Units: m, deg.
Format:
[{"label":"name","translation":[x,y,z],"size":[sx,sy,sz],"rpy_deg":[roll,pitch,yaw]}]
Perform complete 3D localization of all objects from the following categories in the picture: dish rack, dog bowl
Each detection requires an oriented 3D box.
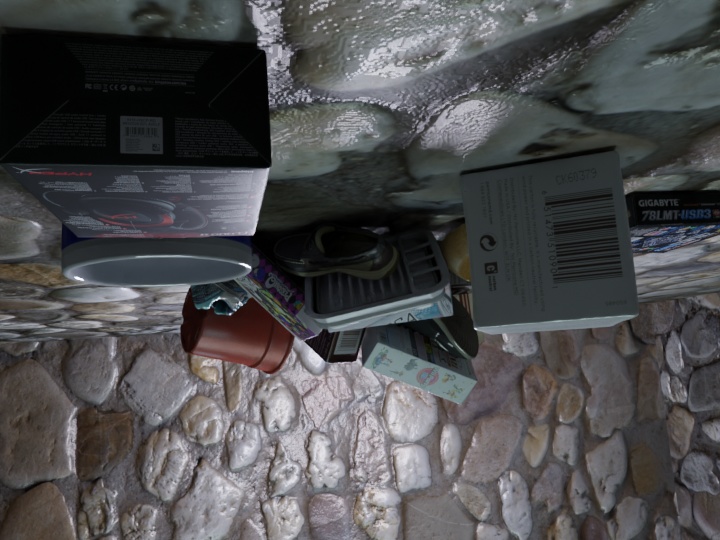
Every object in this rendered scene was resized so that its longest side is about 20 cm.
[{"label":"dish rack","translation":[0.021,0.015,0.815],"size":[0.194,0.044,0.173],"rpy_deg":[-13,-148,2]},{"label":"dog bowl","translation":[-0.218,-0.035,0.639],"size":[0.194,0.081,0.200],"rpy_deg":[-5,172,-1]}]

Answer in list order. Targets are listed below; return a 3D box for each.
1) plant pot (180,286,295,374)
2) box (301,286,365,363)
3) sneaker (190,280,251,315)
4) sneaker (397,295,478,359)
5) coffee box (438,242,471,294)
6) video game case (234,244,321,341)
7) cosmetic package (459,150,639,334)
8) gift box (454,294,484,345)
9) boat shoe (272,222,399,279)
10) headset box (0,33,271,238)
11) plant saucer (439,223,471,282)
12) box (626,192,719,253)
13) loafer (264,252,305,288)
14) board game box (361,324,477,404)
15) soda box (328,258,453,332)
[{"label":"plant pot","translation":[-0.262,0.107,1.225],"size":[0.191,0.207,0.199],"rpy_deg":[12,164,-34]},{"label":"box","translation":[-0.074,0.072,1.051],"size":[0.074,0.103,0.199],"rpy_deg":[5,-161,-39]},{"label":"sneaker","translation":[-0.248,0.043,1.102],"size":[0.076,0.089,0.198],"rpy_deg":[-8,170,30]},{"label":"sneaker","translation":[0.110,0.082,0.992],"size":[0.105,0.200,0.075],"rpy_deg":[-29,-160,45]},{"label":"coffee box","translation":[0.220,-0.005,1.041],"size":[0.194,0.082,0.113],"rpy_deg":[-4,171,-2]},{"label":"video game case","translation":[-0.136,0.034,0.902],"size":[0.036,0.181,0.200],"rpy_deg":[-48,-176,-15]},{"label":"cosmetic package","translation":[0.212,-0.017,0.675],"size":[0.160,0.170,0.200],"rpy_deg":[-6,170,16]},{"label":"gift box","translation":[0.152,0.086,1.228],"size":[0.180,0.192,0.199],"rpy_deg":[-7,-174,30]},{"label":"boat shoe","translation":[-0.043,-0.034,0.802],"size":[0.196,0.073,0.067],"rpy_deg":[6,146,30]},{"label":"headset box","translation":[-0.144,-0.076,0.417],"size":[0.144,0.077,0.200],"rpy_deg":[-2,171,-13]},{"label":"plant saucer","translation":[0.216,-0.024,0.885],"size":[0.194,0.036,0.201],"rpy_deg":[-3,154,-1]},{"label":"box","translation":[0.429,-0.065,0.866],"size":[0.193,0.051,0.200],"rpy_deg":[-3,171,-11]},{"label":"loafer","translation":[-0.123,0.004,0.963],"size":[0.071,0.075,0.199],"rpy_deg":[-1,171,-28]},{"label":"board game box","translation":[0.099,0.137,1.039],"size":[0.196,0.065,0.149],"rpy_deg":[22,-152,-14]},{"label":"soda box","translation":[0.039,0.038,0.885],"size":[0.194,0.070,0.064],"rpy_deg":[-9,-156,9]}]
